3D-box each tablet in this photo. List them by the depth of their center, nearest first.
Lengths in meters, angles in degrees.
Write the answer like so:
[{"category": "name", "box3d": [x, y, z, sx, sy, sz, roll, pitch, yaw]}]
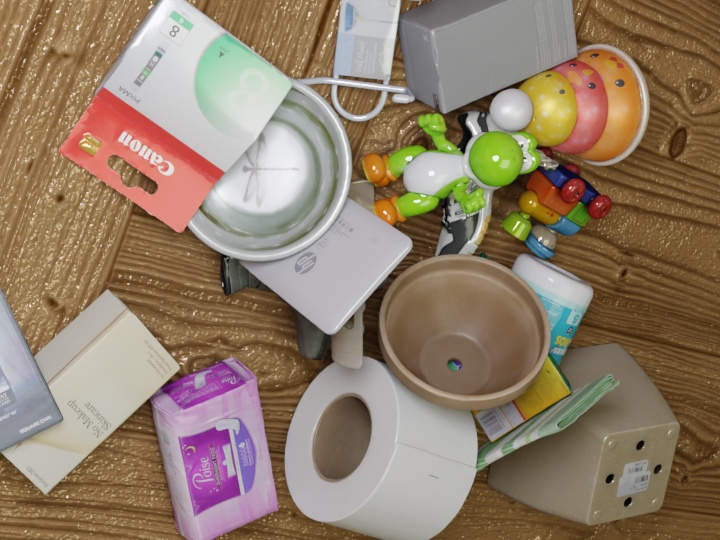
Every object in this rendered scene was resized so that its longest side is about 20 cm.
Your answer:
[{"category": "tablet", "box3d": [-0.041, -0.020, 1.529, 0.130, 0.200, 0.014, -48, 130, -6]}]

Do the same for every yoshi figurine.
[{"category": "yoshi figurine", "box3d": [0.104, -0.116, 1.633, 0.198, 0.112, 0.113, -15, 128, 10]}]

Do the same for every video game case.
[{"category": "video game case", "box3d": [-0.408, 0.095, 1.463, 0.142, 0.019, 0.201, -26, 104, -14]}]

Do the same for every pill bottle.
[{"category": "pill bottle", "box3d": [0.210, 0.088, 1.858, 0.110, 0.111, 0.201, 19, 101, -37]}]

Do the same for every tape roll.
[{"category": "tape roll", "box3d": [0.024, 0.217, 1.738, 0.139, 0.202, 0.204, 24, 98, -39]}]

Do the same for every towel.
[{"category": "towel", "box3d": [0.209, 0.194, 1.753, 0.152, 0.200, 0.023, -30, 87, -46]}]

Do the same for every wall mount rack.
[{"category": "wall mount rack", "box3d": [-0.020, -0.256, 1.575, 0.172, 0.075, 0.202, 6, 110, -5]}]

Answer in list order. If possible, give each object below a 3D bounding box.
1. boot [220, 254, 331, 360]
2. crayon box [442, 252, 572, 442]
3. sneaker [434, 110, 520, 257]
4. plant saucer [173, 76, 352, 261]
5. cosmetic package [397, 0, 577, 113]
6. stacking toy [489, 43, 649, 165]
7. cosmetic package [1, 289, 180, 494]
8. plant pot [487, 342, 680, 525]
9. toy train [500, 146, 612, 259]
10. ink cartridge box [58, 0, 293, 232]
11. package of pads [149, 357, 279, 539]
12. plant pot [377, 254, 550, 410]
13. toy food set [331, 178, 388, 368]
[{"category": "boot", "box3d": [-0.101, 0.013, 1.658, 0.130, 0.068, 0.202, -9, 111, -22]}, {"category": "crayon box", "box3d": [0.158, 0.094, 1.777, 0.118, 0.058, 0.201, -33, 93, 8]}, {"category": "sneaker", "box3d": [0.120, -0.099, 1.748, 0.087, 0.076, 0.201, 18, 100, -19]}, {"category": "plant saucer", "box3d": [-0.106, -0.110, 1.554, 0.198, 0.050, 0.202, 0, 89, 5]}, {"category": "cosmetic package", "box3d": [0.147, -0.270, 1.668, 0.199, 0.090, 0.108, -22, 122, -20]}, {"category": "stacking toy", "box3d": [0.231, -0.189, 1.701, 0.199, 0.146, 0.147, -11, 117, -41]}, {"category": "cosmetic package", "box3d": [-0.306, 0.130, 1.562, 0.200, 0.073, 0.104, -45, 127, -9]}, {"category": "plant pot", "box3d": [0.314, 0.233, 1.951, 0.198, 0.177, 0.202, -5, 113, -31]}, {"category": "toy train", "box3d": [0.215, -0.088, 1.787, 0.116, 0.085, 0.199, -51, 142, 14]}, {"category": "ink cartridge box", "box3d": [-0.190, -0.160, 1.488, 0.160, 0.050, 0.201, 34, 89, -17]}, {"category": "package of pads", "box3d": [-0.171, 0.214, 1.687, 0.120, 0.076, 0.201, -22, 122, -25]}, {"category": "plant pot", "box3d": [0.115, 0.088, 1.683, 0.200, 0.201, 0.093, -23, 151, -23]}, {"category": "toy food set", "box3d": [0.000, 0.000, 1.641, 0.060, 0.200, 0.145, 1, 116, 3]}]
